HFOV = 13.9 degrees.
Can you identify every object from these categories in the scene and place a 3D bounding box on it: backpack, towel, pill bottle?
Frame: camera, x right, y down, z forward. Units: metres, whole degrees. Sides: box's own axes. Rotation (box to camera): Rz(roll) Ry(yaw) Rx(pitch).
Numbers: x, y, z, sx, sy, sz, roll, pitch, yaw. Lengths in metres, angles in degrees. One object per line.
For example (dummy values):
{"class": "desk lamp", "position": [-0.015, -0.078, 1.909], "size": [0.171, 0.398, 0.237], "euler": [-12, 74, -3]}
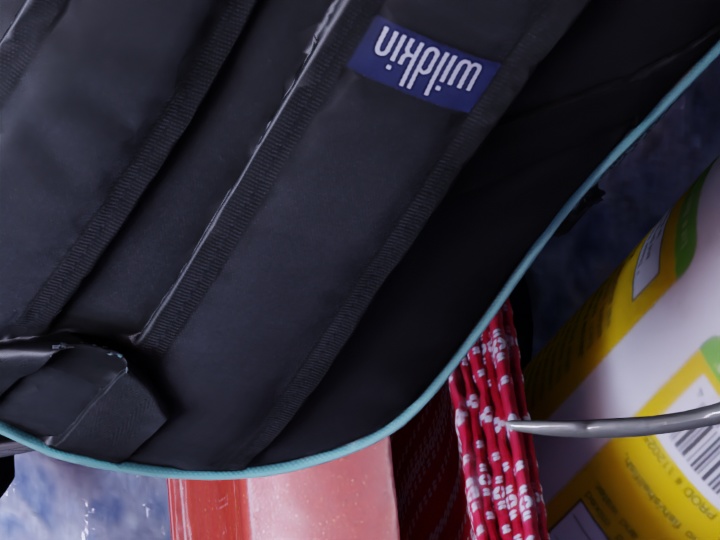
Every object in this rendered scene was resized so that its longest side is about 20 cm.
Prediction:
{"class": "backpack", "position": [-0.031, -0.060, 0.636], "size": [0.200, 0.175, 0.154], "euler": [-60, 25, 25]}
{"class": "towel", "position": [0.013, 0.063, 0.764], "size": [0.145, 0.022, 0.201], "euler": [113, 155, -53]}
{"class": "pill bottle", "position": [0.088, 0.058, 0.771], "size": [0.111, 0.111, 0.200], "euler": [60, 137, 21]}

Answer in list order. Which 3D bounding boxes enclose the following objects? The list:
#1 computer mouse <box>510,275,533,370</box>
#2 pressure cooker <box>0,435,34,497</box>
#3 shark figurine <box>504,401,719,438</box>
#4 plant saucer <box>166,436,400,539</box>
{"class": "computer mouse", "position": [0.000, 0.000, 0.912], "size": [0.200, 0.053, 0.139], "euler": [27, 120, 57]}
{"class": "pressure cooker", "position": [-0.163, -0.001, 0.993], "size": [0.178, 0.175, 0.201], "euler": [-6, 87, 59]}
{"class": "shark figurine", "position": [0.116, -0.033, 0.670], "size": [0.089, 0.128, 0.215], "euler": [-1, 58, 45]}
{"class": "plant saucer", "position": [-0.026, 0.061, 0.799], "size": [0.200, 0.037, 0.201], "euler": [123, 143, -74]}
